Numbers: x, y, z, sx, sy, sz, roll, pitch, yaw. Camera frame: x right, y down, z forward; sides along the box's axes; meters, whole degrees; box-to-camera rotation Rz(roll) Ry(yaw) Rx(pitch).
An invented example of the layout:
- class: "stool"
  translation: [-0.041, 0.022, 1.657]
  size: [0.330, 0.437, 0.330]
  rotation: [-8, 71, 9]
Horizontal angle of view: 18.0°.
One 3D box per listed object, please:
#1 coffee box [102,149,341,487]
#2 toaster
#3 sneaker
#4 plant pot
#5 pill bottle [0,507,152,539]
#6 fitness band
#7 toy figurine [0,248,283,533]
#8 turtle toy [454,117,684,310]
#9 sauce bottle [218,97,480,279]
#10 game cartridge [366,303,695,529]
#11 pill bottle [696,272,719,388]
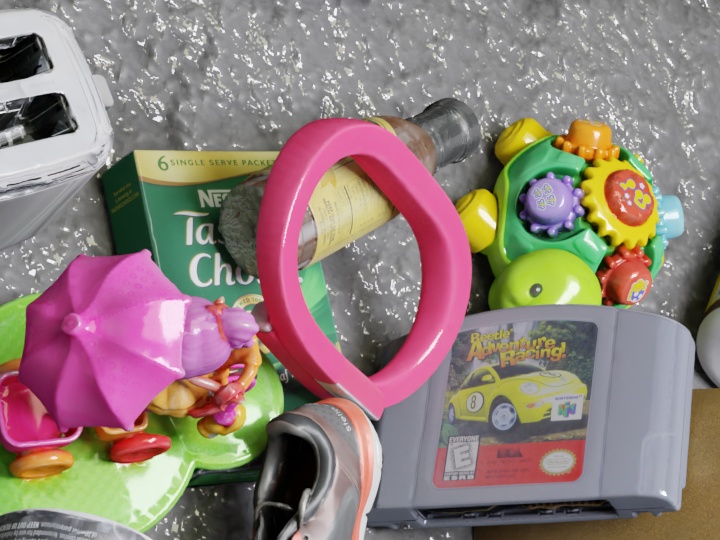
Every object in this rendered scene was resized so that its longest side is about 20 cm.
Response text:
- class: "coffee box"
  translation: [-0.076, 0.026, 1.348]
  size: [0.123, 0.044, 0.200]
  rotation: [0, 70, -36]
- class: "toaster"
  translation: [-0.231, -0.069, 1.225]
  size: [0.200, 0.129, 0.114]
  rotation: [-15, 79, -39]
- class: "sneaker"
  translation: [-0.038, 0.170, 1.263]
  size: [0.082, 0.077, 0.201]
  rotation: [8, 79, -57]
- class: "plant pot"
  translation: [0.200, 0.147, 1.392]
  size: [0.186, 0.200, 0.187]
  rotation: [14, 62, -29]
- class: "pill bottle"
  translation: [-0.164, 0.231, 1.155]
  size: [0.106, 0.106, 0.200]
  rotation: [25, 58, -24]
- class: "fitness band"
  translation: [0.000, 0.000, 1.310]
  size: [0.200, 0.037, 0.144]
  rotation: [48, 59, -48]
- class: "toy figurine"
  translation: [-0.113, 0.054, 1.187]
  size: [0.200, 0.184, 0.150]
  rotation: [-6, 74, -19]
- class: "turtle toy"
  translation: [0.139, -0.017, 1.483]
  size: [0.146, 0.101, 0.200]
  rotation: [43, 52, -12]
- class: "sauce bottle"
  translation: [-0.001, -0.056, 1.374]
  size: [0.200, 0.065, 0.065]
  rotation: [-30, 89, -46]
- class: "game cartridge"
  translation: [0.098, 0.085, 1.356]
  size: [0.041, 0.200, 0.133]
  rotation: [54, 38, -47]
- class: "pill bottle"
  translation: [0.313, -0.003, 1.596]
  size: [0.109, 0.109, 0.200]
  rotation: [39, 53, -15]
